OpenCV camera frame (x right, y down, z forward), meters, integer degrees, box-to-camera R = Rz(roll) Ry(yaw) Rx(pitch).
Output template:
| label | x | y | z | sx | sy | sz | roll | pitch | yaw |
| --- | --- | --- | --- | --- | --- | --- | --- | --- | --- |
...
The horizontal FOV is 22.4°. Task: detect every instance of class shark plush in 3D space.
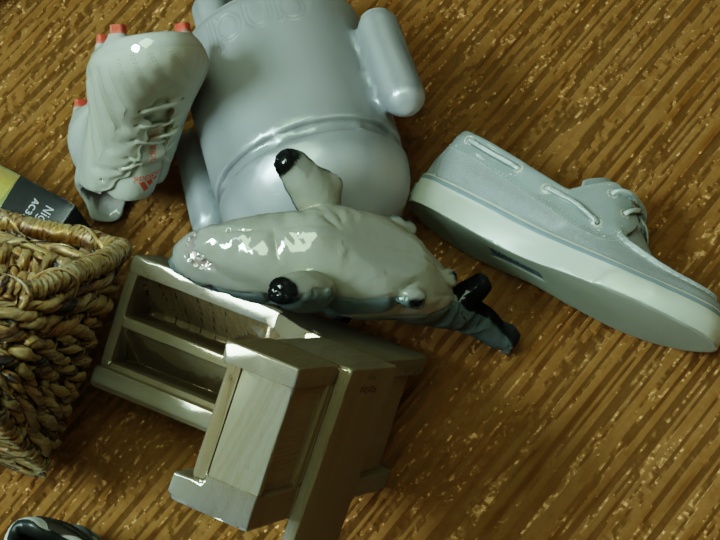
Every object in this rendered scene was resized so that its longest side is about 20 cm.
| label | x | y | z | sx | sy | sz | roll | pitch | yaw |
| --- | --- | --- | --- | --- | --- | --- | --- | --- | --- |
| shark plush | 0.000 | 0.000 | 0.993 | 0.199 | 0.083 | 0.091 | 7 | 60 | -33 |

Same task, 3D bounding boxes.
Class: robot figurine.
| label | x | y | z | sx | sy | sz | roll | pitch | yaw |
| --- | --- | --- | --- | --- | --- | --- | --- | --- | --- |
| robot figurine | -0.038 | -0.083 | 1.055 | 0.169 | 0.113 | 0.201 | -33 | 60 | 27 |

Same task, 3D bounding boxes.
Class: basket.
| label | x | y | z | sx | sy | sz | roll | pitch | yaw |
| --- | --- | --- | --- | --- | --- | --- | --- | --- | --- |
| basket | -0.245 | 0.004 | 0.978 | 0.199 | 0.143 | 0.150 | 14 | 70 | 13 |

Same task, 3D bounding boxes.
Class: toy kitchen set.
| label | x | y | z | sx | sy | sz | roll | pitch | yaw |
| --- | --- | --- | --- | --- | --- | --- | --- | --- | --- |
| toy kitchen set | -0.093 | 0.096 | 0.947 | 0.180 | 0.200 | 0.164 | 20 | 95 | 18 |

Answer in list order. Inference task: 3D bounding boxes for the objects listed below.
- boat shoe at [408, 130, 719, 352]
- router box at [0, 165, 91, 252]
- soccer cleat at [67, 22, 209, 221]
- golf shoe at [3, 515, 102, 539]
| label | x | y | z | sx | sy | sz | roll | pitch | yaw |
| --- | --- | --- | --- | --- | --- | --- | --- | --- | --- |
| boat shoe | 0.123 | -0.023 | 1.022 | 0.200 | 0.070 | 0.072 | 27 | 78 | 24 |
| router box | -0.278 | 0.019 | 1.085 | 0.157 | 0.052 | 0.201 | 26 | 73 | 19 |
| soccer cleat | -0.127 | -0.083 | 1.037 | 0.069 | 0.200 | 0.078 | -3 | 79 | -18 |
| golf shoe | -0.132 | 0.213 | 0.948 | 0.078 | 0.095 | 0.200 | -37 | 66 | -9 |
